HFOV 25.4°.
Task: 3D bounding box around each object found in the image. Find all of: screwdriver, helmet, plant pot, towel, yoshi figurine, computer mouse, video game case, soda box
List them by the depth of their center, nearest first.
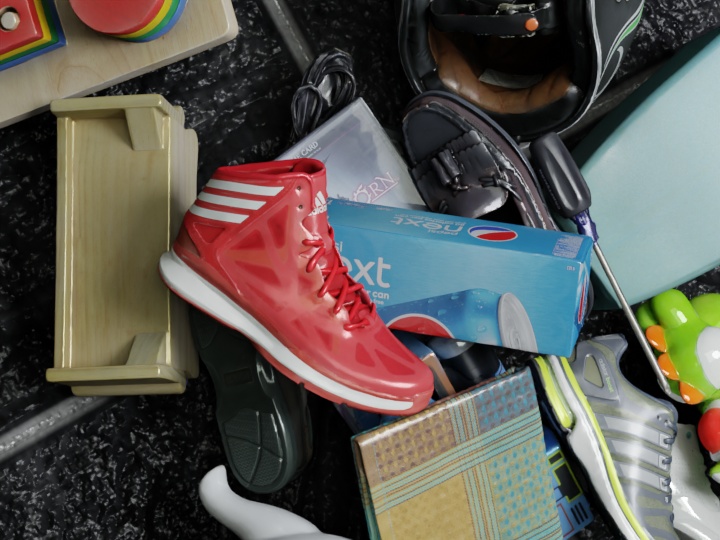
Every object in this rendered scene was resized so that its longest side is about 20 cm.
[{"bbox_3d":[0.072,0.180,1.066,0.145,0.022,0.202,-20,106,-27],"label":"towel"},{"bbox_3d":[0.052,0.003,1.072,0.198,0.064,0.069,9,109,13],"label":"soda box"},{"bbox_3d":[0.167,-0.003,1.115,0.028,0.029,0.202,-25,92,-47],"label":"screwdriver"},{"bbox_3d":[0.000,0.000,1.142,0.142,0.019,0.201,-35,98,1],"label":"video game case"},{"bbox_3d":[0.115,-0.211,1.144,0.198,0.200,0.192,26,50,-10],"label":"helmet"},{"bbox_3d":[0.032,-0.066,1.171,0.198,0.053,0.140,22,94,-5],"label":"computer mouse"},{"bbox_3d":[0.287,0.093,1.184,0.112,0.112,0.201,-35,79,7],"label":"yoshi figurine"},{"bbox_3d":[0.232,-0.065,1.189,0.199,0.141,0.142,-38,93,-7],"label":"plant pot"}]

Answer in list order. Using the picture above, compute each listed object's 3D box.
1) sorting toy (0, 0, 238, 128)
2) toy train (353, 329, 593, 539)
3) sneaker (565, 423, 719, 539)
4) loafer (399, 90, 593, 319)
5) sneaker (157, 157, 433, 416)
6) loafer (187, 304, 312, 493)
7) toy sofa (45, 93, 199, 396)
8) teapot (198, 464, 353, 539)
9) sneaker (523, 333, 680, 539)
[{"bbox_3d":[-0.207,-0.223,1.071,0.197,0.070,0.202,-18,86,14],"label":"sorting toy"},{"bbox_3d":[0.077,0.123,1.121,0.114,0.087,0.201,-33,110,-11],"label":"toy train"},{"bbox_3d":[0.237,0.160,1.192,0.200,0.075,0.089,43,62,-5],"label":"sneaker"},{"bbox_3d":[0.094,-0.035,1.111,0.201,0.072,0.063,53,28,-9],"label":"loafer"},{"bbox_3d":[-0.025,0.002,1.018,0.199,0.078,0.116,29,111,2],"label":"sneaker"},{"bbox_3d":[-0.073,0.050,1.115,0.071,0.063,0.203,-6,94,27],"label":"loafer"},{"bbox_3d":[-0.163,-0.016,1.104,0.082,0.098,0.203,-2,82,9],"label":"toy sofa"},{"bbox_3d":[-0.066,0.267,1.047,0.144,0.201,0.199,0,123,20],"label":"teapot"},{"bbox_3d":[0.194,0.134,1.114,0.080,0.074,0.201,-29,88,-1],"label":"sneaker"}]
